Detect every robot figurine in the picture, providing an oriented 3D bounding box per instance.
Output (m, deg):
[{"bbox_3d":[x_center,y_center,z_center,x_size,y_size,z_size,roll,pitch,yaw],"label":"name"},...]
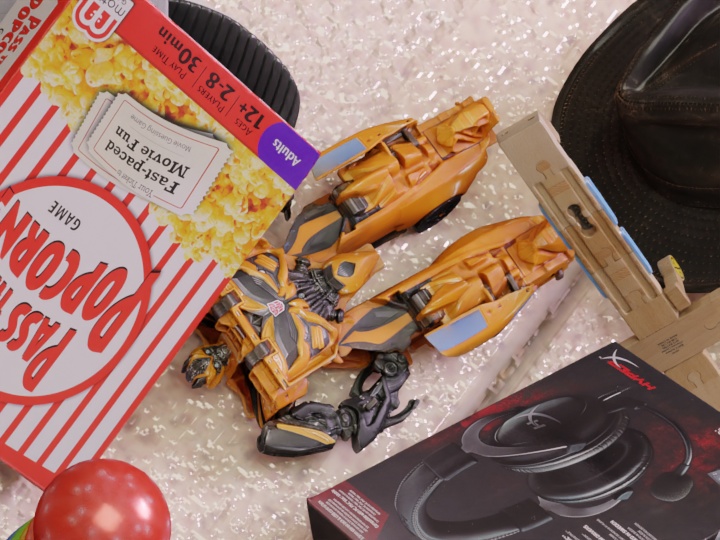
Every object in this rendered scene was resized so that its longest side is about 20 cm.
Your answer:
[{"bbox_3d":[0.000,0.000,1.252,0.200,0.058,0.145,-30,77,-25],"label":"robot figurine"}]

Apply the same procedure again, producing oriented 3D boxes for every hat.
[{"bbox_3d":[0.179,-0.088,1.276,0.200,0.081,0.201,-8,66,20],"label":"hat"}]

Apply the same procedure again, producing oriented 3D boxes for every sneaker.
[{"bbox_3d":[-0.122,-0.117,1.258,0.200,0.089,0.074,23,105,-16],"label":"sneaker"}]

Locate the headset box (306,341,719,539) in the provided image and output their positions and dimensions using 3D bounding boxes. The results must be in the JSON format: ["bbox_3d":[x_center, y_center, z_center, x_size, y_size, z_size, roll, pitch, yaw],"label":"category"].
[{"bbox_3d":[0.083,0.130,1.170,0.200,0.077,0.149,-24,35,-23],"label":"headset box"}]

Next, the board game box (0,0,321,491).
[{"bbox_3d":[-0.132,-0.019,1.155,0.151,0.046,0.200,39,83,-35],"label":"board game box"}]

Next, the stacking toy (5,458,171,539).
[{"bbox_3d":[-0.116,0.126,1.088,0.085,0.200,0.086,6,66,-13],"label":"stacking toy"}]

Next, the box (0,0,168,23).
[{"bbox_3d":[-0.165,-0.102,1.188,0.155,0.041,0.201,-2,110,-10],"label":"box"}]

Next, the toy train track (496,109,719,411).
[{"bbox_3d":[0.126,-0.002,1.255,0.200,0.115,0.033,52,17,-28],"label":"toy train track"}]
